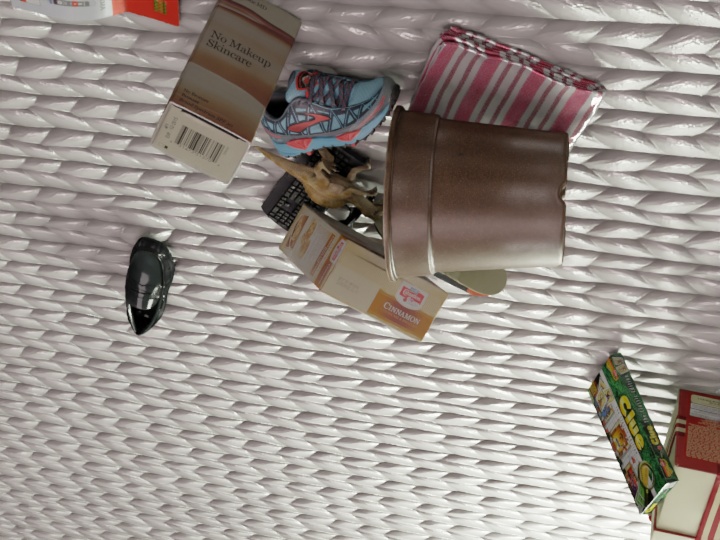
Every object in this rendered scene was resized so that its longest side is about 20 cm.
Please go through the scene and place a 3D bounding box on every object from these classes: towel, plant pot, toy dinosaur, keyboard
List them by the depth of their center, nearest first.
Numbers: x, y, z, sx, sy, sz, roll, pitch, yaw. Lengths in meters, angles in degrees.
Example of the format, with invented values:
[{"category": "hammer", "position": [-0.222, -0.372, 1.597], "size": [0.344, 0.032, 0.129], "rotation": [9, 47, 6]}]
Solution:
[{"category": "plant pot", "position": [0.135, -0.085, 1.439], "size": [0.197, 0.201, 0.201], "rotation": [2, 141, 9]}, {"category": "towel", "position": [0.163, -0.190, 1.452], "size": [0.199, 0.030, 0.147], "rotation": [20, 144, -3]}, {"category": "toy dinosaur", "position": [-0.048, -0.117, 1.588], "size": [0.199, 0.058, 0.101], "rotation": [27, 143, 0]}, {"category": "keyboard", "position": [-0.045, -0.096, 1.672], "size": [0.127, 0.021, 0.200], "rotation": [28, 143, -12]}]

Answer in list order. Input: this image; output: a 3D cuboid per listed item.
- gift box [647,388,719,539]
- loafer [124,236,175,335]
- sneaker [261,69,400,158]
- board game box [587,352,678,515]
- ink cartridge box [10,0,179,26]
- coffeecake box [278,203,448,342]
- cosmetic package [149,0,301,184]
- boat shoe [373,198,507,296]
[{"category": "gift box", "position": [0.514, 0.293, 1.801], "size": [0.183, 0.200, 0.188], "rotation": [14, 128, 12]}, {"category": "loafer", "position": [-0.318, 0.026, 1.904], "size": [0.068, 0.071, 0.201], "rotation": [17, 144, 1]}, {"category": "sneaker", "position": [-0.047, -0.194, 1.497], "size": [0.199, 0.080, 0.096], "rotation": [-14, 131, 36]}, {"category": "board game box", "position": [0.376, 0.226, 1.768], "size": [0.023, 0.201, 0.105], "rotation": [-7, 147, -19]}, {"category": "ink cartridge box", "position": [-0.307, -0.345, 1.440], "size": [0.199, 0.050, 0.163], "rotation": [18, 144, 7]}, {"category": "coffeecake box", "position": [0.000, 0.000, 1.605], "size": [0.153, 0.073, 0.200], "rotation": [28, -175, -23]}, {"category": "cosmetic package", "position": [-0.148, -0.210, 1.417], "size": [0.103, 0.201, 0.087], "rotation": [25, 142, -11]}, {"category": "boat shoe", "position": [0.101, -0.030, 1.659], "size": [0.199, 0.071, 0.063], "rotation": [30, -179, -6]}]
